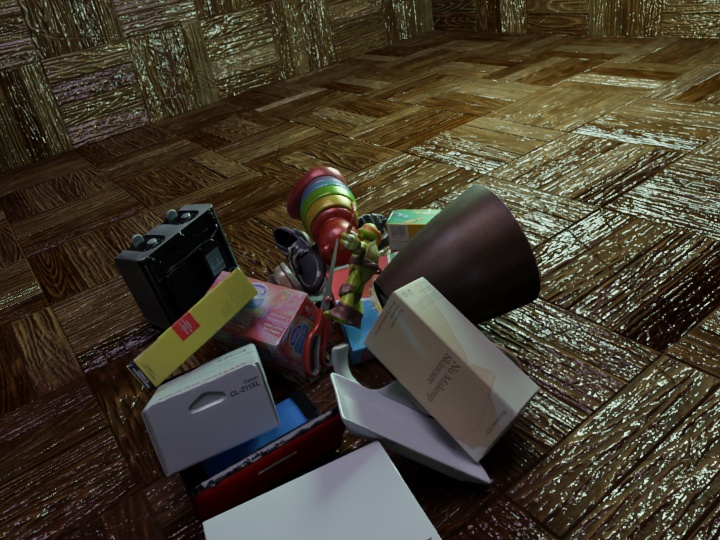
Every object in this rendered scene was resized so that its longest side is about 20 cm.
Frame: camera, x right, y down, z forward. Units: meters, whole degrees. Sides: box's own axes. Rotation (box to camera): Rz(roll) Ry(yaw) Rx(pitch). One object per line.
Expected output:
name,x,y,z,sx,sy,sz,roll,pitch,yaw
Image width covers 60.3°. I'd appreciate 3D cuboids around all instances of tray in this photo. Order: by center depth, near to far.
tray,0.051,0.186,0.710,0.196,0.023,0.108,28,12,-17

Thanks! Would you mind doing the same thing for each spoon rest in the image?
spoon rest,0.046,0.158,0.844,0.195,0.063,0.098,17,14,30

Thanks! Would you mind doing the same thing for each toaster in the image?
toaster,-0.320,0.001,1.132,0.116,0.204,0.181,10,42,38

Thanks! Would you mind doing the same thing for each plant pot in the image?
plant pot,0.123,0.010,0.892,0.196,0.190,0.187,-29,31,-8

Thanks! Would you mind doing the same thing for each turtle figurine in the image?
turtle figurine,0.000,0.000,0.921,0.062,0.166,0.200,14,-8,8

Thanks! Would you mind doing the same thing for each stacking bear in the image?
stacking bear,-0.051,-0.083,1.079,0.118,0.116,0.202,5,35,-21

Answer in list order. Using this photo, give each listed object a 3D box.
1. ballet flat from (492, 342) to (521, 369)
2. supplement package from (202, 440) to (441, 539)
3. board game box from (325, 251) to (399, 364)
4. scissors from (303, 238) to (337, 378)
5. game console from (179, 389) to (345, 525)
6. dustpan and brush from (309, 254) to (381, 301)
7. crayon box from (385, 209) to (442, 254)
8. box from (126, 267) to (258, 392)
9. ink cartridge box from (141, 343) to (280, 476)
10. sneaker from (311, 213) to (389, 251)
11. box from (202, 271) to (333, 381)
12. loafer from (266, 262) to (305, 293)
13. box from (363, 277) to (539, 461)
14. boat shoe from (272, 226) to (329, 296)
ballet flat,0.132,0.118,0.878,0.194,0.071,0.063,3,17,22
supplement package,-0.031,0.287,0.585,0.195,0.114,0.156,-19,30,-16
board game box,0.057,0.047,0.991,0.194,0.041,0.156,-17,55,-9
scissors,-0.056,0.056,0.925,0.014,0.207,0.072,6,6,39
game console,-0.129,0.203,0.764,0.196,0.174,0.120,-25,63,-23
dustpan and brush,-0.001,0.011,1.137,0.136,0.058,0.202,-6,35,27
crayon box,0.149,-0.040,1.092,0.194,0.122,0.059,2,30,22
box,-0.236,0.082,0.879,0.199,0.050,0.075,-43,7,-17
ink cartridge box,-0.186,0.168,0.793,0.142,0.085,0.200,-21,4,-11
sneaker,-0.024,-0.054,1.216,0.195,0.076,0.080,-22,1,-13
box,-0.155,0.083,0.973,0.196,0.103,0.096,12,59,37
loafer,-0.129,0.039,1.047,0.062,0.073,0.200,-34,-5,-6
box,0.107,0.115,0.754,0.199,0.096,0.077,43,34,20
boat shoe,-0.112,-0.020,1.108,0.062,0.074,0.201,22,18,-31
